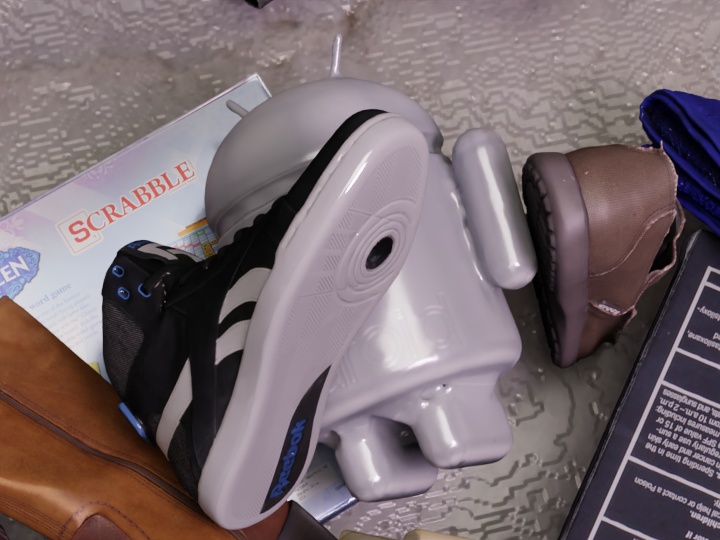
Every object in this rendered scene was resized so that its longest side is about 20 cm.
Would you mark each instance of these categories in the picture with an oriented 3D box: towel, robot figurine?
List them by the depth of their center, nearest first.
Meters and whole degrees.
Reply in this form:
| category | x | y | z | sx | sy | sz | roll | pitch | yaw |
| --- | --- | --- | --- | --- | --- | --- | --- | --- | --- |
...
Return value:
| category | x | y | z | sx | sy | sz | roll | pitch | yaw |
| --- | --- | --- | --- | --- | --- | --- | --- | --- | --- |
| robot figurine | 0.000 | 0.000 | 1.154 | 0.169 | 0.113 | 0.200 | -25 | 78 | 20 |
| towel | 0.237 | -0.023 | 1.206 | 0.200 | 0.148 | 0.050 | 10 | 113 | -28 |

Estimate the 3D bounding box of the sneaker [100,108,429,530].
| category | x | y | z | sx | sy | sz | roll | pitch | yaw |
| --- | --- | --- | --- | --- | --- | --- | --- | --- | --- |
| sneaker | -0.053 | 0.000 | 1.075 | 0.112 | 0.200 | 0.073 | 40 | 31 | 28 |

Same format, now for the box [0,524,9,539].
| category | x | y | z | sx | sy | sz | roll | pitch | yaw |
| --- | --- | --- | --- | --- | --- | --- | --- | --- | --- |
| box | -0.167 | 0.200 | 1.100 | 0.100 | 0.075 | 0.200 | -31 | 60 | 3 |

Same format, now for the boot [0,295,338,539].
| category | x | y | z | sx | sy | sz | roll | pitch | yaw |
| --- | --- | --- | --- | --- | --- | --- | --- | --- | --- |
| boot | -0.119 | 0.112 | 1.095 | 0.200 | 0.069 | 0.188 | 36 | 43 | -1 |

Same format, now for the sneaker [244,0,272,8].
| category | x | y | z | sx | sy | sz | roll | pitch | yaw |
| --- | --- | --- | --- | --- | --- | --- | --- | --- | --- |
| sneaker | 0.003 | -0.161 | 1.271 | 0.200 | 0.076 | 0.116 | 29 | 82 | 8 |

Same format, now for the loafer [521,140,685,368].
| category | x | y | z | sx | sy | sz | roll | pitch | yaw |
| --- | --- | --- | --- | --- | --- | --- | --- | --- | --- |
| loafer | 0.113 | -0.006 | 1.169 | 0.071 | 0.200 | 0.073 | -14 | 78 | 0 |

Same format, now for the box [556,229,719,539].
| category | x | y | z | sx | sy | sz | roll | pitch | yaw |
| --- | --- | --- | --- | --- | --- | --- | --- | --- | --- |
| box | 0.197 | 0.122 | 1.172 | 0.200 | 0.123 | 0.199 | 24 | 68 | 9 |

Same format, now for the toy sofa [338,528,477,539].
| category | x | y | z | sx | sy | sz | roll | pitch | yaw |
| --- | --- | --- | --- | --- | --- | --- | --- | --- | --- |
| toy sofa | 0.031 | 0.209 | 1.058 | 0.083 | 0.098 | 0.201 | 14 | 84 | -30 |

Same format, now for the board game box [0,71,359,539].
| category | x | y | z | sx | sy | sz | roll | pitch | yaw |
| --- | --- | --- | --- | --- | --- | --- | --- | --- | --- |
| board game box | -0.081 | 0.041 | 1.212 | 0.200 | 0.041 | 0.200 | -30 | 82 | -15 |
